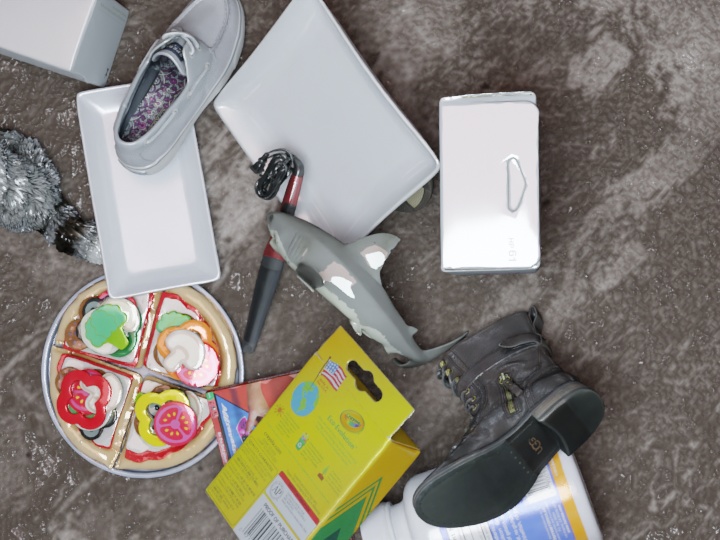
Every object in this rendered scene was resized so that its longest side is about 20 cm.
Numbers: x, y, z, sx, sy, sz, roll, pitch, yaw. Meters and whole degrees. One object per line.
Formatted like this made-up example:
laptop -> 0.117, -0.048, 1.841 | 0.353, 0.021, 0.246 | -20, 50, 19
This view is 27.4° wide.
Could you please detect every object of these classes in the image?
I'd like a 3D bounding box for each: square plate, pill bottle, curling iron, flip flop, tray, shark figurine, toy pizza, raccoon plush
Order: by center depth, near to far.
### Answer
shark figurine -> 0.015, 0.014, 1.304 | 0.214, 0.128, 0.090 | 42, 92, -13
pill bottle -> 0.105, 0.222, 1.319 | 0.200, 0.112, 0.112 | -20, 87, 7
square plate -> -0.030, -0.126, 1.330 | 0.198, 0.028, 0.200 | 55, 139, 6
raccoon plush -> -0.319, -0.078, 1.363 | 0.200, 0.134, 0.097 | 20, 92, 7
flip flop -> -0.003, -0.135, 1.364 | 0.200, 0.058, 0.081 | 42, 136, 18
curling iron -> -0.087, -0.018, 1.373 | 0.049, 0.026, 0.200 | 18, 109, 29
tray -> -0.200, -0.079, 1.397 | 0.107, 0.022, 0.200 | -10, 85, -2
toy pizza -> -0.209, 0.097, 1.397 | 0.200, 0.032, 0.201 | 0, 89, 9

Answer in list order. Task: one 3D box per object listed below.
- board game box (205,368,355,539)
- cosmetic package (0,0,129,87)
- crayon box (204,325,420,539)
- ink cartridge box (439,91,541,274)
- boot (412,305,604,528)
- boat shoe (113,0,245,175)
board game box -> -0.070, 0.197, 1.373 | 0.103, 0.019, 0.200 | -13, 96, 6
cosmetic package -> -0.332, -0.245, 1.382 | 0.200, 0.108, 0.085 | 18, 90, 5
crayon box -> -0.034, 0.165, 1.296 | 0.200, 0.051, 0.127 | -51, 50, 11
ink cartridge box -> 0.114, -0.069, 1.277 | 0.084, 0.200, 0.145 | -1, 89, 5
boot -> 0.108, 0.125, 1.299 | 0.200, 0.174, 0.069 | -33, 121, -5
boat shoe -> -0.171, -0.185, 1.360 | 0.072, 0.069, 0.200 | 29, 75, 13
